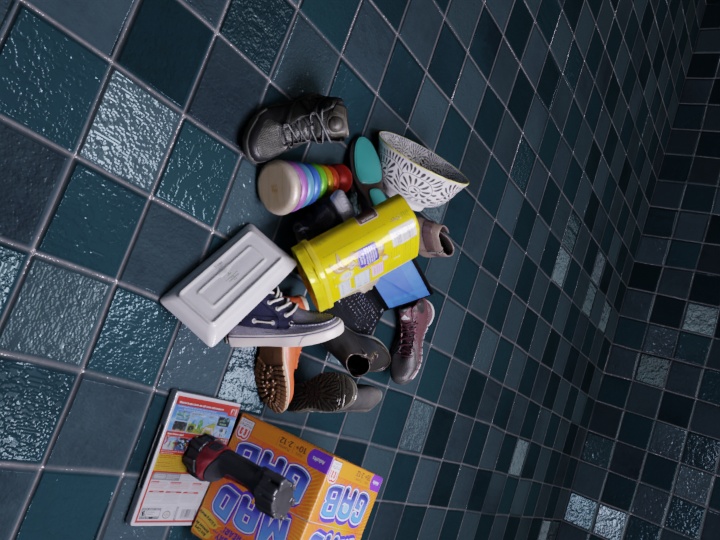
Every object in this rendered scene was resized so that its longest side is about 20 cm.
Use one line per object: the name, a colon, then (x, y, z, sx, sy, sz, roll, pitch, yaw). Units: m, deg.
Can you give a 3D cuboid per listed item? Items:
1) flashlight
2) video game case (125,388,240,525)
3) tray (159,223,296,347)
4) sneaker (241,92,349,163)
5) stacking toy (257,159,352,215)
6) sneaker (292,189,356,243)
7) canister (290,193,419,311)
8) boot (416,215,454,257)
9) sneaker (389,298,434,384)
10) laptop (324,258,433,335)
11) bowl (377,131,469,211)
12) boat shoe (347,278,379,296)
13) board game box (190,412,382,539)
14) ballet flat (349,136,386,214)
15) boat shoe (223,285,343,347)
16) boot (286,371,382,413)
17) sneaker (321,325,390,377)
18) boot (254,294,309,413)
flashlight: (-0.180, 0.308, 0.971, 0.069, 0.197, 0.068, -62, 141, -16)
video game case: (-0.272, 0.296, 1.026, 0.142, 0.017, 0.204, 28, 78, -52)
tray: (-0.192, 0.012, 0.981, 0.200, 0.107, 0.022, -46, 169, -34)
sneaker: (-0.092, -0.227, 1.031, 0.198, 0.113, 0.078, -35, 125, -39)
stacking toy: (-0.080, -0.145, 1.104, 0.199, 0.084, 0.087, -16, 113, -55)
sneaker: (-0.057, -0.072, 1.155, 0.112, 0.076, 0.200, -31, 167, 1)
canister: (-0.004, -0.029, 1.079, 0.197, 0.087, 0.149, -28, 157, -10)
boot: (0.100, -0.090, 1.292, 0.199, 0.144, 0.071, 38, 73, -50)
sneaker: (0.095, 0.134, 1.409, 0.116, 0.074, 0.203, 55, 47, -54)
laptop: (0.034, 0.065, 1.289, 0.202, 0.102, 0.178, -58, 139, -23)
bowl: (0.102, -0.178, 1.267, 0.199, 0.200, 0.095, 1, 124, -52)
boat shoe: (0.000, 0.000, 1.194, 0.196, 0.075, 0.069, -16, 124, -3)
board game box: (-0.115, 0.389, 1.094, 0.200, 0.197, 0.203, 45, 65, -54)
ballet flat: (0.011, -0.145, 1.209, 0.072, 0.072, 0.204, 6, 61, -52)
boat shoe: (-0.126, 0.063, 1.015, 0.075, 0.195, 0.095, -65, 149, -72)
boot: (-0.023, 0.236, 1.219, 0.198, 0.179, 0.074, 22, 65, -46)
sneaker: (0.007, 0.175, 1.264, 0.199, 0.106, 0.075, 29, 102, -44)
boot: (-0.126, 0.141, 1.131, 0.106, 0.074, 0.205, -18, 113, -54)
